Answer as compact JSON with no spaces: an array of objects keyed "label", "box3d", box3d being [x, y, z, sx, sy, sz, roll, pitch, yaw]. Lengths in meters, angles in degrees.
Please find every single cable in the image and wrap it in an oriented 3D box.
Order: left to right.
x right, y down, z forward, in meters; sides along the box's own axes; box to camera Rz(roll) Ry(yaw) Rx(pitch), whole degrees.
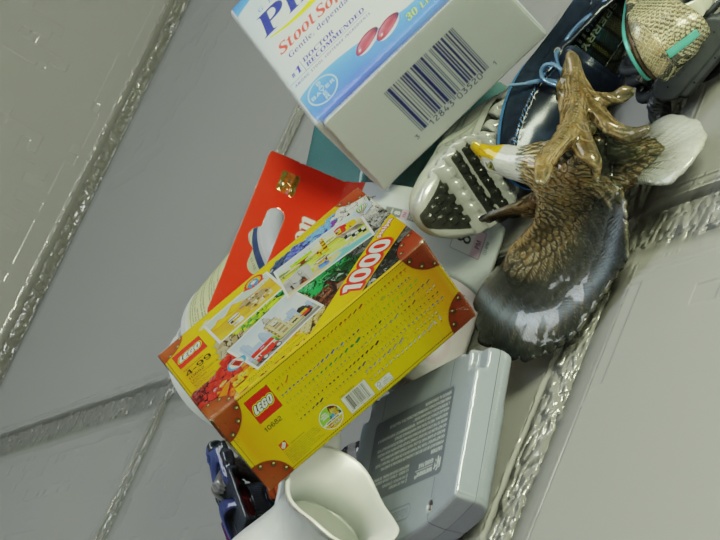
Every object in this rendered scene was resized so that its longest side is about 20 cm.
[{"label":"cable","box3d":[0.262,-0.204,1.607,0.201,0.051,0.164,-54,12,27]}]

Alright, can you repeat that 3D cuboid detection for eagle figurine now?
[{"label":"eagle figurine","box3d":[0.145,-0.052,1.572,0.151,0.151,0.201,-27,-36,-24]}]

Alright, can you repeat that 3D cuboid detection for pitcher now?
[{"label":"pitcher","box3d":[-0.052,0.213,1.638,0.172,0.120,0.201,-100,31,-53]}]

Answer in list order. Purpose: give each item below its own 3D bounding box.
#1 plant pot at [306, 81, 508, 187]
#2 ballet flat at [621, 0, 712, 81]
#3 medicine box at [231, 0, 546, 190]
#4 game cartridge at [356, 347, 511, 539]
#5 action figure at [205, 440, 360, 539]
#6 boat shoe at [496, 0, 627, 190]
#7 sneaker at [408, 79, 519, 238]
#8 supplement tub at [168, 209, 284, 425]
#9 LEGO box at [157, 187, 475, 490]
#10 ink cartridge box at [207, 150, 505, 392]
[{"label":"plant pot","box3d":[0.033,-0.069,1.891,0.141,0.140,0.201,-34,35,55]},{"label":"ballet flat","box3d":[0.213,-0.199,1.557,0.075,0.068,0.201,-32,27,15]},{"label":"medicine box","box3d":[0.018,-0.200,1.787,0.182,0.103,0.200,-44,42,6]},{"label":"game cartridge","box3d":[0.047,0.142,1.621,0.200,0.040,0.134,-33,39,61]},{"label":"action figure","box3d":[-0.050,0.204,1.803,0.194,0.104,0.201,-53,44,43]},{"label":"boat shoe","box3d":[0.168,-0.158,1.732,0.069,0.084,0.201,-9,55,64]},{"label":"sneaker","box3d":[0.088,-0.082,1.765,0.081,0.076,0.200,-16,20,40]},{"label":"supplement tub","box3d":[-0.073,0.042,1.983,0.200,0.144,0.146,-47,21,35]},{"label":"LEGO box","box3d":[-0.034,0.047,1.622,0.200,0.077,0.149,-40,26,-5]},{"label":"ink cartridge box","box3d":[0.000,0.000,1.747,0.057,0.199,0.164,-48,19,60]}]
